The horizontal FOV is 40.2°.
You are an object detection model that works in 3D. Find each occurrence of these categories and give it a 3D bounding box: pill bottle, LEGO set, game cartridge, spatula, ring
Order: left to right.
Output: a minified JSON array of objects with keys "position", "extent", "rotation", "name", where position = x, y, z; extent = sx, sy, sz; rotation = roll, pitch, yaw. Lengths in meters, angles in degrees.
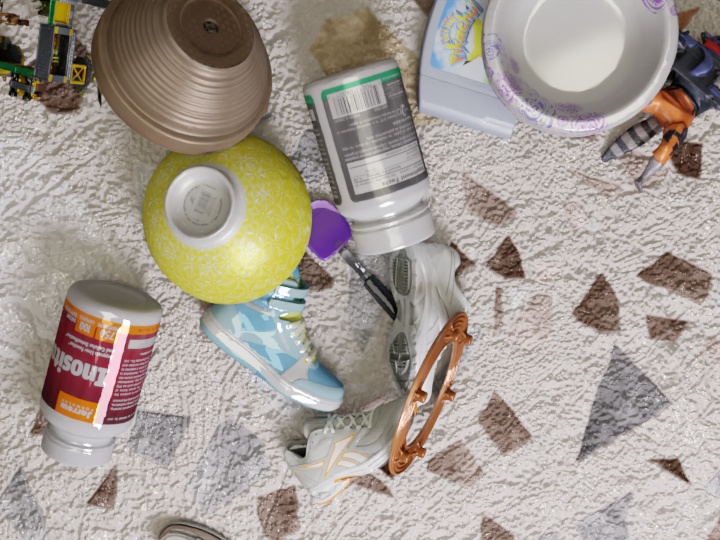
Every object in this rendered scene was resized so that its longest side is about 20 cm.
[{"position":[-0.331,-0.287,1.089],"extent":[0.152,0.116,0.202],"rotation":[10,99,27],"name":"LEGO set"},{"position":[-0.309,0.122,1.155],"extent":[0.112,0.113,0.202],"rotation":[16,101,-4],"name":"pill bottle"},{"position":[0.000,0.000,1.179],"extent":[0.056,0.021,0.200],"rotation":[-43,105,-1],"name":"spatula"},{"position":[0.014,-0.127,1.108],"extent":[0.112,0.113,0.202],"rotation":[-15,102,2],"name":"pill bottle"},{"position":[0.085,0.143,1.127],"extent":[0.019,0.200,0.202],"rotation":[22,102,17],"name":"ring"},{"position":[0.139,-0.264,1.121],"extent":[0.132,0.040,0.202],"rotation":[16,101,0],"name":"game cartridge"}]

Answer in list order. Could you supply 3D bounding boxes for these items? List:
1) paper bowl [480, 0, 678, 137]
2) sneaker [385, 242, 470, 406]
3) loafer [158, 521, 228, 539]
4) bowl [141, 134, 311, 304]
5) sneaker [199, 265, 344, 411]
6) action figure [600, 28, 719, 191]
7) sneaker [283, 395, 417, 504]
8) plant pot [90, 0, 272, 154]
[{"position":[0.228,-0.244,1.046],"extent":[0.198,0.104,0.203],"rotation":[0,94,7],"name":"paper bowl"},{"position":[0.088,0.063,1.164],"extent":[0.098,0.078,0.202],"rotation":[-3,104,-27],"name":"sneaker"},{"position":[-0.172,0.392,1.240],"extent":[0.200,0.063,0.072],"rotation":[39,100,-9],"name":"loafer"},{"position":[-0.160,-0.066,1.089],"extent":[0.198,0.108,0.202],"rotation":[-1,84,10],"name":"bowl"},{"position":[-0.078,0.070,1.166],"extent":[0.199,0.080,0.131],"rotation":[35,101,-9],"name":"sneaker"},{"position":[0.344,-0.213,1.124],"extent":[0.193,0.105,0.201],"rotation":[-35,71,0],"name":"action figure"},{"position":[-0.019,0.199,1.173],"extent":[0.092,0.076,0.200],"rotation":[45,118,-7],"name":"sneaker"},{"position":[-0.174,-0.232,1.037],"extent":[0.199,0.093,0.203],"rotation":[11,66,-27],"name":"plant pot"}]
